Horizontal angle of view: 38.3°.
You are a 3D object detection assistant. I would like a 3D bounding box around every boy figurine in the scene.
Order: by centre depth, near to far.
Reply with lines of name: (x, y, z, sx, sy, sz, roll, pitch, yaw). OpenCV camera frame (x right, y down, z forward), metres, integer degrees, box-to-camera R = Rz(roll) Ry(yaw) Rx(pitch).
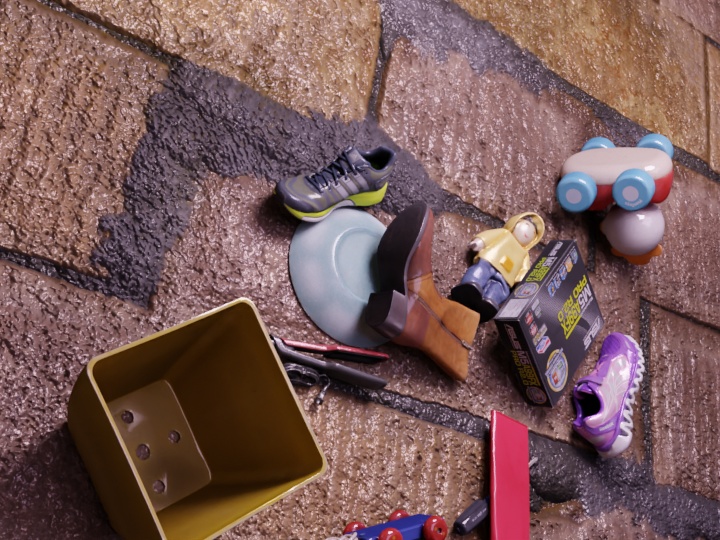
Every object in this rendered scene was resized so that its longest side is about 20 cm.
boy figurine: (0.212, -0.010, 1.524, 0.124, 0.064, 0.200, 48, 54, -8)

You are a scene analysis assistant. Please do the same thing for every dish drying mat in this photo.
dish drying mat: (0.199, 0.292, 1.395, 0.077, 0.018, 0.201, 28, 50, -33)

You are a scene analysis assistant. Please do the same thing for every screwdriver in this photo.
screwdriver: (0.186, 0.298, 1.408, 0.029, 0.028, 0.200, 37, 41, 17)

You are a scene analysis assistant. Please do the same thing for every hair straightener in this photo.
hair straightener: (-0.052, 0.125, 1.285, 0.199, 0.041, 0.077, 16, 63, -31)

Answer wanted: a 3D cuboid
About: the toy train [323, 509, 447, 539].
toy train: (0.016, 0.358, 1.222, 0.199, 0.084, 0.116, -4, 88, -38)

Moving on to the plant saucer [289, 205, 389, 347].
plant saucer: (0.000, 0.000, 1.376, 0.200, 0.039, 0.202, 15, 63, -32)

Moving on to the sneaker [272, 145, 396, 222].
sneaker: (-0.032, -0.124, 1.365, 0.200, 0.081, 0.074, -22, 61, -43)

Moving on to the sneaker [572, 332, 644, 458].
sneaker: (0.364, 0.175, 1.555, 0.088, 0.080, 0.201, 27, 58, -16)

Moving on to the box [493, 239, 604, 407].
box: (0.280, 0.074, 1.517, 0.200, 0.044, 0.161, -47, 122, -39)

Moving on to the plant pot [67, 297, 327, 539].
plant pot: (-0.190, 0.173, 1.074, 0.199, 0.176, 0.201, -23, 85, -40)

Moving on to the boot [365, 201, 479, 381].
boot: (0.106, 0.029, 1.388, 0.200, 0.068, 0.189, 31, 62, -41)

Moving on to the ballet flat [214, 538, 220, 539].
ballet flat: (-0.141, 0.330, 1.121, 0.200, 0.063, 0.069, 31, 56, -23)

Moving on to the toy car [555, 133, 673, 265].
toy car: (0.421, -0.094, 1.682, 0.184, 0.176, 0.201, -47, 130, -52)
